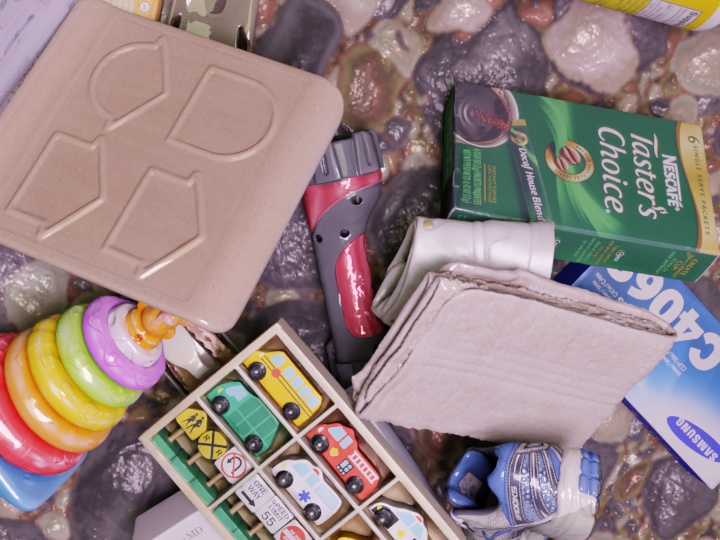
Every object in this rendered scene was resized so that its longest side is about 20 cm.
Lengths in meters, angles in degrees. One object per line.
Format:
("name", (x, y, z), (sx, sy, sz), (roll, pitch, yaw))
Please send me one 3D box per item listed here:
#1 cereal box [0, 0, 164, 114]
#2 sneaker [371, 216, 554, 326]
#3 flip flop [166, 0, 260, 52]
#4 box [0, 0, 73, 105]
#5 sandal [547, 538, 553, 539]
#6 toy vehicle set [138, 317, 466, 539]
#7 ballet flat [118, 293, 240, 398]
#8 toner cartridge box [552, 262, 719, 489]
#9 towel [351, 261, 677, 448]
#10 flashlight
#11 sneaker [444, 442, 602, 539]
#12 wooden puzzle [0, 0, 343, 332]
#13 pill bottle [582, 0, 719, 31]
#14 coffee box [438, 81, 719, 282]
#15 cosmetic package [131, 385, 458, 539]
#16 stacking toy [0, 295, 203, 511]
("cereal box", (-0.247, -0.163, 0.747), (0.198, 0.040, 0.145), (12, 93, -8))
("sneaker", (0.063, 0.039, 0.763), (0.114, 0.074, 0.201), (6, 131, -1))
("flip flop", (-0.104, -0.152, 0.757), (0.080, 0.058, 0.202), (6, 95, -8))
("box", (-0.235, -0.193, 0.635), (0.096, 0.176, 0.201), (32, 83, -5))
("sandal", (0.080, 0.261, 0.824), (0.198, 0.055, 0.083), (-7, 97, -6))
("toy vehicle set", (-0.038, 0.147, 0.717), (0.124, 0.027, 0.200), (-40, 94, 6))
("ballet flat", (-0.106, 0.083, 0.779), (0.067, 0.064, 0.200), (-41, 99, -1))
("toner cartridge box", (0.236, 0.066, 0.829), (0.095, 0.043, 0.200), (-45, 99, 0))
("towel", (0.101, 0.063, 0.711), (0.199, 0.035, 0.133), (15, 126, -28))
("flashlight", (0.000, 0.000, 0.782), (0.067, 0.068, 0.202), (-15, 97, -17))
("sneaker", (0.098, 0.157, 0.754), (0.084, 0.200, 0.078), (16, 64, -5))
("wooden puzzle", (-0.134, -0.070, 0.689), (0.199, 0.046, 0.186), (22, 69, 10))
("pill bottle", (0.218, -0.239, 0.760), (0.198, 0.114, 0.115), (12, 94, -8))
("coffee box", (0.158, -0.066, 0.776), (0.198, 0.044, 0.124), (10, 57, -8))
("cosmetic package", (-0.043, 0.197, 0.779), (0.199, 0.052, 0.151), (-32, 108, 6))
("stacking toy", (-0.176, 0.058, 0.714), (0.199, 0.110, 0.116), (-33, 99, 20))
